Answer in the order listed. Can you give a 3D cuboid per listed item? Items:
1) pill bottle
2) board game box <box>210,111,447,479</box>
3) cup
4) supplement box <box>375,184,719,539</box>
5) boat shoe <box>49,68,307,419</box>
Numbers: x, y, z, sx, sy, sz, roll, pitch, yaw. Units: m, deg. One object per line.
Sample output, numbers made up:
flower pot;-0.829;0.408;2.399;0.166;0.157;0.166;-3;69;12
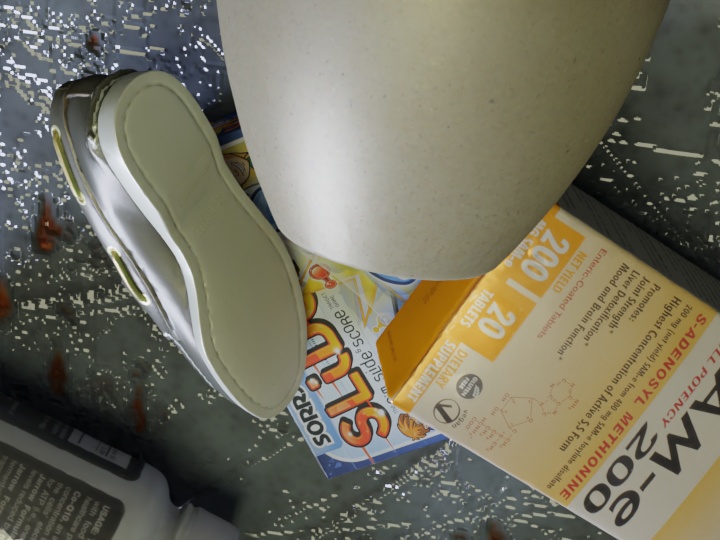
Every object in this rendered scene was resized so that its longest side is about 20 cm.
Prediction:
pill bottle;-0.174;0.140;1.062;0.199;0.113;0.113;27;118;-4
board game box;0.000;0.000;1.004;0.135;0.034;0.201;-21;111;19
cup;0.024;-0.080;0.852;0.199;0.200;0.144;12;107;3
supplement box;0.124;0.051;0.959;0.200;0.074;0.126;31;105;-16
boat shoe;-0.087;-0.012;0.957;0.060;0.072;0.202;6;134;39
